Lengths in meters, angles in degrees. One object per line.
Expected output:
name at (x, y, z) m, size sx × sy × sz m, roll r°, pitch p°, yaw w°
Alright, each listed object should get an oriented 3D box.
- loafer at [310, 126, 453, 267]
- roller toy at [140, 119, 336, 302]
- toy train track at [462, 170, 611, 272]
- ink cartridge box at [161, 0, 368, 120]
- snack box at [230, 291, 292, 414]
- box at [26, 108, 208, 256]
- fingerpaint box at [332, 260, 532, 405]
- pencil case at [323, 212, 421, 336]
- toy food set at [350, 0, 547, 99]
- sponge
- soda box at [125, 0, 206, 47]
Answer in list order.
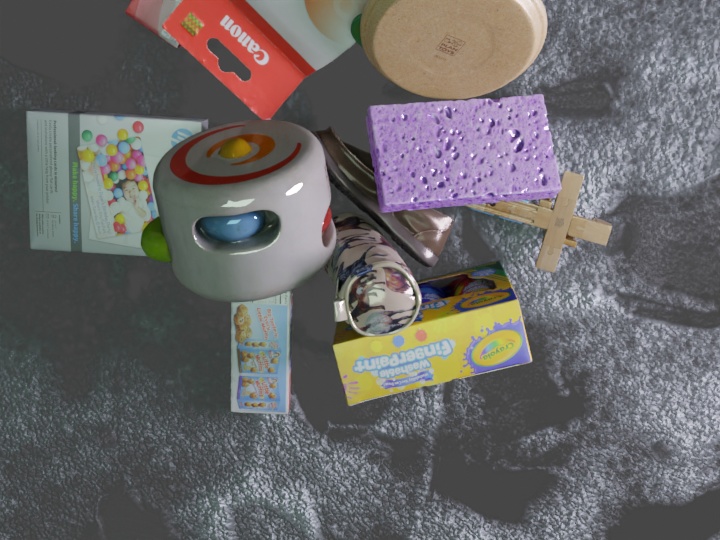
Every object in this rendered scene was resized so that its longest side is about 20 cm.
loafer at (0.026, -0.093, 1.071) m, size 0.200 × 0.073 × 0.071 m, roll 43°, pitch 89°, yaw -11°
roller toy at (-0.117, -0.072, 0.995) m, size 0.181 × 0.199 × 0.142 m, roll 22°, pitch 133°, yaw 39°
toy train track at (0.184, -0.070, 1.088) m, size 0.196 × 0.033 × 0.117 m, roll 16°, pitch 111°, yaw 4°
ink cartridge box at (-0.083, -0.274, 0.999) m, size 0.200 × 0.050 × 0.162 m, roll -48°, pitch 120°, yaw 4°
snack box at (-0.117, 0.070, 1.131) m, size 0.070 × 0.024 × 0.204 m, roll 2°, pitch 104°, yaw 0°
box at (-0.273, -0.098, 1.087) m, size 0.196 × 0.041 × 0.159 m, roll 4°, pitch 104°, yaw 0°
fingerpaint box at (0.074, 0.063, 1.052) m, size 0.196 × 0.167 × 0.075 m, roll -14°, pitch 104°, yaw 6°
pencil case at (0.000, 0.000, 1.028) m, size 0.088 × 0.200 × 0.079 m, roll 3°, pitch 108°, yaw -13°
toy food set at (0.090, -0.246, 0.980) m, size 0.196 × 0.199 × 0.049 m, roll 7°, pitch 60°, yaw -8°
sponge at (0.109, -0.127, 1.033) m, size 0.196 × 0.030 × 0.114 m, roll -5°, pitch 76°, yaw -9°
soda box at (-0.165, -0.339, 1.013) m, size 0.069 × 0.063 × 0.202 m, roll 32°, pitch 103°, yaw -6°
